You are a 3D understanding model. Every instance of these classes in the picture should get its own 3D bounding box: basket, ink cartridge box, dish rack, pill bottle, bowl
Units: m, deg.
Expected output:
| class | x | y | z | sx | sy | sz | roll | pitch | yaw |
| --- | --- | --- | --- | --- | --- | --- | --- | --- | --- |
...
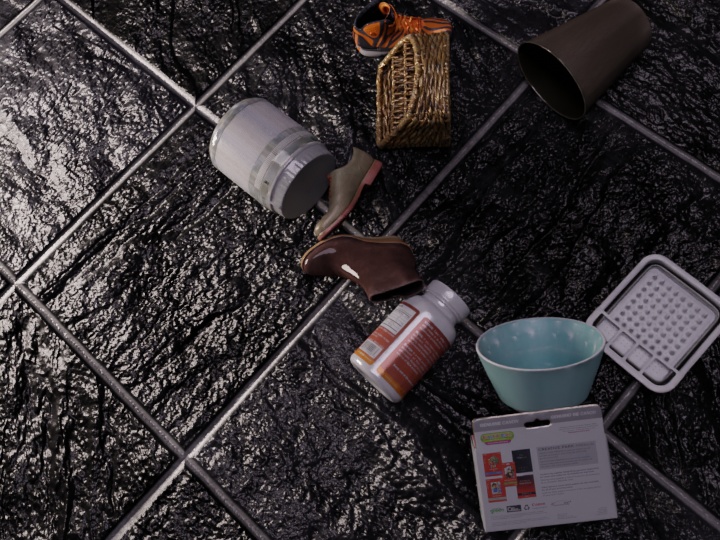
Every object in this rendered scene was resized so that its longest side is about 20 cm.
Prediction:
| class | x | y | z | sx | sy | sz | roll | pitch | yaw |
| --- | --- | --- | --- | --- | --- | --- | --- | --- | --- |
| basket | 0.096 | -0.343 | 1.372 | 0.149 | 0.143 | 0.200 | 0 | 70 | 7 |
| ink cartridge box | 0.277 | 0.294 | 1.126 | 0.200 | 0.084 | 0.176 | -7 | 92 | 5 |
| dish rack | 0.493 | 0.090 | 1.220 | 0.172 | 0.044 | 0.200 | 42 | 81 | 19 |
| pill bottle | 0.087 | 0.115 | 1.228 | 0.112 | 0.112 | 0.200 | 41 | 80 | 18 |
| bowl | 0.288 | 0.159 | 1.161 | 0.200 | 0.201 | 0.105 | -6 | 107 | 6 |
| basket | 0.428 | -0.408 | 1.361 | 0.200 | 0.136 | 0.180 | -37 | 74 | -10 |

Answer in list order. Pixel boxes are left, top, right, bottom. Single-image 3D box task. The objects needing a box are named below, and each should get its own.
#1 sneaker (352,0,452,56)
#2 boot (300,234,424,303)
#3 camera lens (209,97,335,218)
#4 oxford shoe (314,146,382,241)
| class | x | y | z | sx | sy | sz | roll | pitch | yaw |
| --- | --- | --- | --- | --- | --- | --- | --- | --- | --- |
| sneaker | 0.082 | -0.481 | 1.439 | 0.200 | 0.112 | 0.078 | -8 | 70 | 5 |
| boot | 0.000 | 0.000 | 1.263 | 0.200 | 0.072 | 0.166 | -12 | 32 | -3 |
| camera lens | -0.166 | -0.211 | 1.351 | 0.200 | 0.160 | 0.160 | 38 | 79 | 18 |
| oxford shoe | -0.039 | -0.142 | 1.345 | 0.075 | 0.070 | 0.200 | 36 | 64 | -7 |
